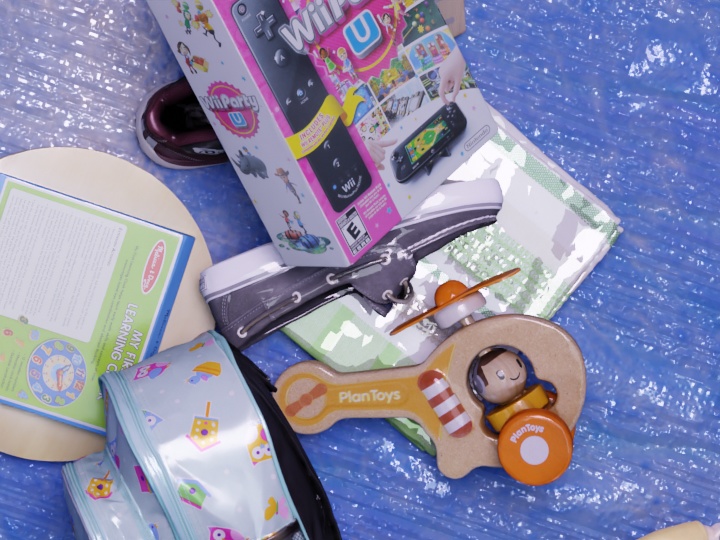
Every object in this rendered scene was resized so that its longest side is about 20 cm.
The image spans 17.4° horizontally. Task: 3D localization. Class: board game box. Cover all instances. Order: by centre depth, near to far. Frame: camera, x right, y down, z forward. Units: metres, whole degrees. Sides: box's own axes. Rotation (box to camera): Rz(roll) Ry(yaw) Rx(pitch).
[{"bbox_3d":[-0.022,-0.124,1.398,0.148,0.064,0.200,-43,116,-31],"label":"board game box"}]

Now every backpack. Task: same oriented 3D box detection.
[{"bbox_3d":[-0.098,0.143,1.428,0.153,0.176,0.201,-15,106,-9],"label":"backpack"}]

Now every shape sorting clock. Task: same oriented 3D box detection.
[{"bbox_3d":[-0.189,0.021,1.490,0.199,0.039,0.201,-1,96,-8],"label":"shape sorting clock"}]

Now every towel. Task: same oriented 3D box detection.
[{"bbox_3d":[0.054,-0.001,1.533,0.149,0.031,0.200,40,88,-4],"label":"towel"}]

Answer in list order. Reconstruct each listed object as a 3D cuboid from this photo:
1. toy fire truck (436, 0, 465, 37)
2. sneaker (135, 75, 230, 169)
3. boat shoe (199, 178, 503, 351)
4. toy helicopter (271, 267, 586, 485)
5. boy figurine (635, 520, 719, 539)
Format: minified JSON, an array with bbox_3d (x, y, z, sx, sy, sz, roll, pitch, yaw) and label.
[{"bbox_3d":[-0.013,-0.231,1.483,0.176,0.129,0.200,-27,84,-6],"label":"toy fire truck"},{"bbox_3d":[-0.042,-0.101,1.464,0.199,0.116,0.076,-13,90,-3],"label":"sneaker"},{"bbox_3d":[0.000,0.000,1.474,0.199,0.070,0.066,-19,83,-2],"label":"boat shoe"},{"bbox_3d":[0.042,0.066,1.485,0.199,0.079,0.133,-3,98,8],"label":"toy helicopter"},{"bbox_3d":[0.202,0.223,1.534,0.199,0.064,0.125,7,94,-6],"label":"boy figurine"}]
